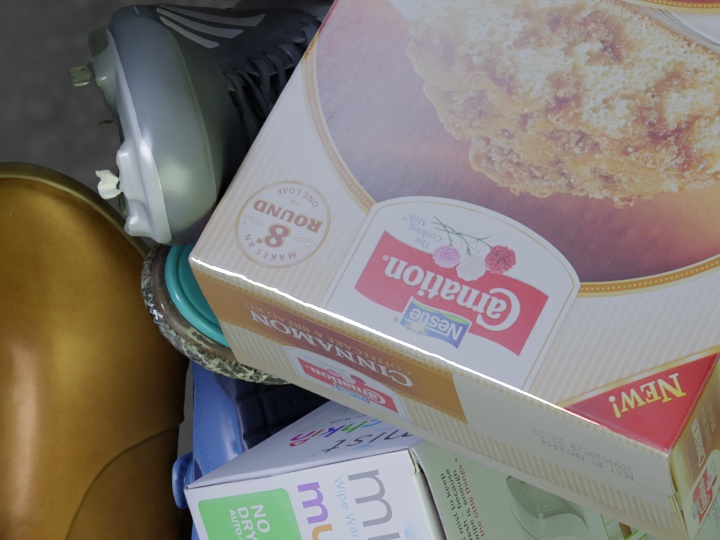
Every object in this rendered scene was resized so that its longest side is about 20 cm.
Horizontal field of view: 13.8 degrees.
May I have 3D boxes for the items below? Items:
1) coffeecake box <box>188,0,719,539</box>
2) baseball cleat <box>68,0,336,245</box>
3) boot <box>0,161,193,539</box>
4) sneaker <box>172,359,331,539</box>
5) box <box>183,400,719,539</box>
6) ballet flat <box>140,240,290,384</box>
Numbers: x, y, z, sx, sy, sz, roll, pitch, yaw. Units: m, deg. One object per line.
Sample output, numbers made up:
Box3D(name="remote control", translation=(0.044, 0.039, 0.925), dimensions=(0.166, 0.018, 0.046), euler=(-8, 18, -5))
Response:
Box3D(name="coffeecake box", translation=(0.067, -0.044, 0.864), dimensions=(0.201, 0.153, 0.073), euler=(-61, 158, -19))
Box3D(name="baseball cleat", translation=(-0.033, -0.059, 0.920), dimensions=(0.106, 0.200, 0.070), euler=(-11, 106, -2))
Box3D(name="boot", translation=(-0.104, 0.079, 0.992), dimensions=(0.202, 0.070, 0.145), euler=(72, 29, -42))
Box3D(name="sneaker", translation=(-0.033, 0.097, 1.021), dimensions=(0.074, 0.082, 0.202), euler=(-6, 86, -46))
Box3D(name="box", translation=(0.054, 0.129, 0.974), dimensions=(0.176, 0.096, 0.201), euler=(-29, 104, -54))
Box3D(name="ballet flat", translation=(0.000, 0.000, 0.975), dimensions=(0.199, 0.068, 0.075), euler=(-21, 170, -37))
